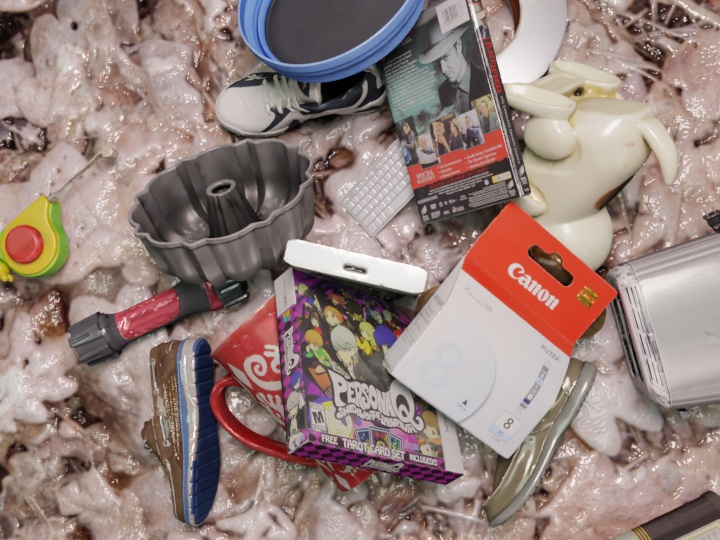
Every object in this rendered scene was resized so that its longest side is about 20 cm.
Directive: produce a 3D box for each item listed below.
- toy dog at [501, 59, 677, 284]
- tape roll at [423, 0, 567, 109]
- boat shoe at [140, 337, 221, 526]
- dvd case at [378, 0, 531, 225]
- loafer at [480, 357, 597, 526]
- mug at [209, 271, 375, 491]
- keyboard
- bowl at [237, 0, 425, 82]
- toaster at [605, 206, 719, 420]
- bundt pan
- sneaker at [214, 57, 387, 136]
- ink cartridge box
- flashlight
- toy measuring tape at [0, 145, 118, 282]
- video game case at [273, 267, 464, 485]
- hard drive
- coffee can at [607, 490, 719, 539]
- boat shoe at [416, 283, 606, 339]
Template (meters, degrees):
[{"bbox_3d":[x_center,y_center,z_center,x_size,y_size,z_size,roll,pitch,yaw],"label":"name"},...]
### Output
[{"bbox_3d":[0.222,-0.089,0.888,0.192,0.139,0.202,22,128,25],"label":"toy dog"},{"bbox_3d":[0.121,-0.271,0.946,0.197,0.066,0.204,0,88,4],"label":"tape roll"},{"bbox_3d":[-0.198,0.177,0.954,0.071,0.072,0.203,-3,84,16],"label":"boat shoe"},{"bbox_3d":[0.087,-0.157,0.860,0.022,0.145,0.203,-18,92,-38],"label":"dvd case"},{"bbox_3d":[0.178,0.176,0.925,0.069,0.075,0.202,29,85,17],"label":"loafer"},{"bbox_3d":[-0.054,0.129,0.929,0.200,0.177,0.133,48,49,1],"label":"mug"},{"bbox_3d":[0.059,-0.121,0.932,0.056,0.011,0.200,49,117,8],"label":"keyboard"},{"bbox_3d":[-0.027,-0.274,0.859,0.198,0.039,0.203,-10,62,19],"label":"bowl"},{"bbox_3d":[0.335,0.048,0.892,0.127,0.114,0.203,-15,90,6],"label":"toaster"},{"bbox_3d":[-0.135,-0.056,0.908,0.199,0.203,0.076,-13,126,4],"label":"bundt pan"},{"bbox_3d":[-0.069,-0.198,0.924,0.196,0.130,0.081,-2,86,4],"label":"sneaker"},{"bbox_3d":[0.144,0.061,0.845,0.159,0.047,0.201,37,98,-18],"label":"ink cartridge box"},{"bbox_3d":[-0.223,0.041,0.954,0.198,0.068,0.068,-25,120,-2],"label":"flashlight"},{"bbox_3d":[-0.334,-0.051,0.970,0.199,0.074,0.074,-40,85,2],"label":"toy measuring tape"},{"bbox_3d":[0.009,0.106,0.850,0.036,0.198,0.183,-38,46,36],"label":"video game case"},{"bbox_3d":[0.000,0.000,0.873,0.130,0.200,0.027,13,88,3],"label":"hard drive"},{"bbox_3d":[0.297,0.330,0.864,0.198,0.146,0.148,-26,86,3],"label":"coffee can"},{"bbox_3d":[0.157,0.044,0.929,0.197,0.066,0.075,3,95,1],"label":"boat shoe"}]
